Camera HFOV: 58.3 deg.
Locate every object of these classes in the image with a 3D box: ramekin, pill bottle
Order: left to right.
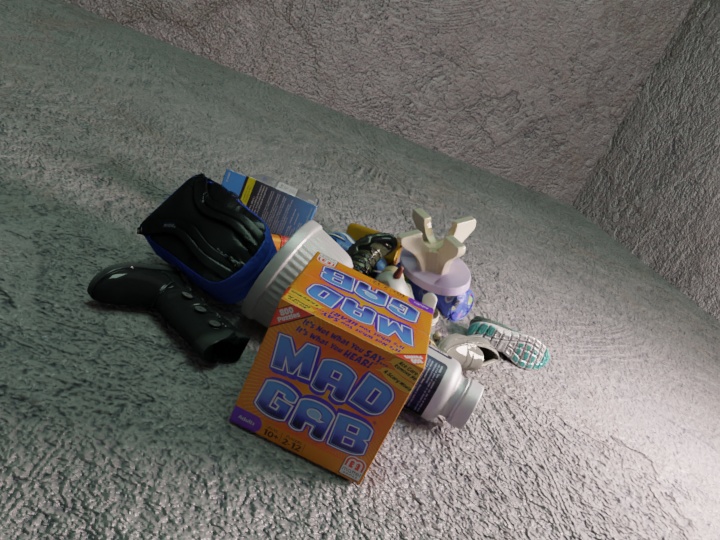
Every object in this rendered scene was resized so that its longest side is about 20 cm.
[{"bbox_3d":[-0.100,0.024,1.097,0.105,0.200,0.200,38,22,2],"label":"ramekin"},{"bbox_3d":[0.098,0.177,1.072,0.200,0.111,0.111,29,22,8],"label":"pill bottle"}]

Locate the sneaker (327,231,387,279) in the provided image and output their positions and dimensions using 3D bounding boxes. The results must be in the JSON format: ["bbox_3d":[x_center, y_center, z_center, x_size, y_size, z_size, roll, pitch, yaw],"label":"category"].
[{"bbox_3d":[-0.022,-0.026,1.459,0.200,0.074,0.082,32,19,38],"label":"sneaker"}]

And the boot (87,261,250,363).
[{"bbox_3d":[-0.285,0.069,0.967,0.200,0.066,0.165,42,28,24],"label":"boot"}]

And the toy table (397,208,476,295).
[{"bbox_3d":[0.159,-0.044,1.374,0.183,0.118,0.200,-22,38,-31],"label":"toy table"}]

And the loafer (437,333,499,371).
[{"bbox_3d":[0.212,0.166,1.284,0.070,0.070,0.200,30,20,34],"label":"loafer"}]

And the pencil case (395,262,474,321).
[{"bbox_3d":[0.150,0.048,1.416,0.200,0.087,0.078,24,-27,38],"label":"pencil case"}]

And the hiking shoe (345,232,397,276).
[{"bbox_3d":[0.000,0.000,1.328,0.101,0.200,0.076,55,-8,34],"label":"hiking shoe"}]

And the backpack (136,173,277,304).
[{"bbox_3d":[-0.238,-0.043,1.107,0.200,0.163,0.168,32,-16,24],"label":"backpack"}]

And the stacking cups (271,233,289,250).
[{"bbox_3d":[-0.223,-0.056,1.299,0.199,0.061,0.061,10,27,-30],"label":"stacking cups"}]

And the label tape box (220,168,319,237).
[{"bbox_3d":[-0.206,-0.122,1.365,0.199,0.145,0.063,23,22,-8],"label":"label tape box"}]

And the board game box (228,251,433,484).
[{"bbox_3d":[-0.033,0.128,0.915,0.199,0.201,0.200,26,21,1],"label":"board game box"}]

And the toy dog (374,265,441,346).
[{"bbox_3d":[0.098,0.063,1.273,0.200,0.096,0.132,34,47,-13],"label":"toy dog"}]

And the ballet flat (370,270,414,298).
[{"bbox_3d":[0.063,0.046,1.379,0.200,0.073,0.068,30,5,11],"label":"ballet flat"}]

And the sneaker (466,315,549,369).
[{"bbox_3d":[0.331,0.152,1.448,0.199,0.078,0.091,26,18,-5],"label":"sneaker"}]

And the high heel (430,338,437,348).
[{"bbox_3d":[0.048,0.130,1.166,0.142,0.072,0.200,17,6,-38],"label":"high heel"}]

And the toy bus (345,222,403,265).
[{"bbox_3d":[0.060,-0.054,1.546,0.200,0.065,0.078,22,1,35],"label":"toy bus"}]
